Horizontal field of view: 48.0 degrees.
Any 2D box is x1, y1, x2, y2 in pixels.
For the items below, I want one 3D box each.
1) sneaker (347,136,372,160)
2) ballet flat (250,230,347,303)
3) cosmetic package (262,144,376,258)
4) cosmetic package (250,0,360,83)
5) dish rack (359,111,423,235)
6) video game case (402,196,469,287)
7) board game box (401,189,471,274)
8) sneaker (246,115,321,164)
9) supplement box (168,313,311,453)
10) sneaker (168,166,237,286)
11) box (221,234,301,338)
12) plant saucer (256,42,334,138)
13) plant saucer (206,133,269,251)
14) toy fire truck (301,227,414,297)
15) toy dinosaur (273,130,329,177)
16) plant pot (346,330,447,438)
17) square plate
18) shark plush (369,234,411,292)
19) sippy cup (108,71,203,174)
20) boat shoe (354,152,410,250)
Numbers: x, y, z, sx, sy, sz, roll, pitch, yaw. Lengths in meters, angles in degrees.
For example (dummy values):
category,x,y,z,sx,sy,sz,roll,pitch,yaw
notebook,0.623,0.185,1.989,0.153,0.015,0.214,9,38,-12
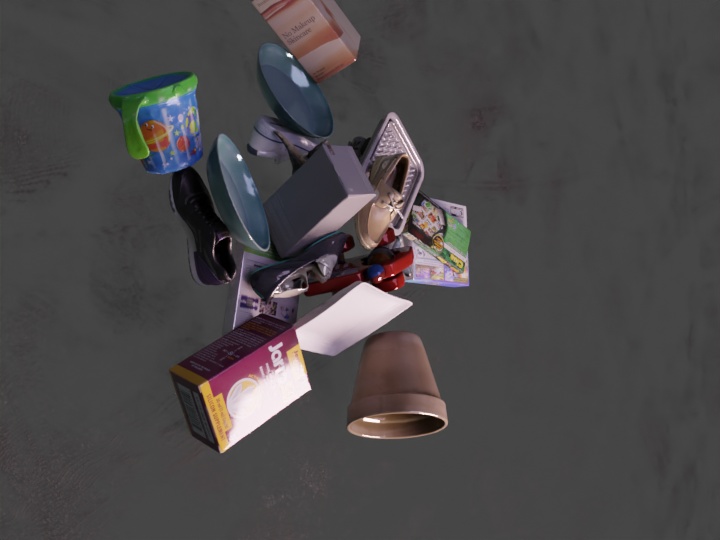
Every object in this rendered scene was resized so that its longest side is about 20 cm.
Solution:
category,x,y,z,sx,sy,sz,roll,pitch,yaw
sneaker,-0.024,-0.213,1.580,0.199,0.074,0.117,23,69,-52
ballet flat,-0.096,0.001,1.411,0.197,0.073,0.074,-26,107,-21
cosmetic package,-0.078,-0.118,1.404,0.089,0.199,0.108,-6,66,-53
cosmetic package,-0.097,-0.460,1.486,0.200,0.102,0.088,45,35,-32
dish rack,0.053,-0.188,1.586,0.173,0.043,0.202,55,46,-36
video game case,0.162,-0.062,1.781,0.198,0.045,0.186,7,78,-46
board game box,0.166,-0.082,1.740,0.199,0.023,0.107,33,59,-38
sneaker,-0.140,-0.231,1.472,0.073,0.071,0.199,49,21,24
supplement box,-0.194,0.181,1.329,0.198,0.102,0.133,-32,120,-34
sneaker,-0.247,-0.077,1.329,0.075,0.086,0.204,-26,106,-43
box,-0.170,0.037,1.442,0.143,0.036,0.205,17,76,-44
plant saucer,-0.125,-0.316,1.462,0.199,0.036,0.202,41,31,-31
plant saucer,-0.205,-0.122,1.326,0.200,0.035,0.204,-21,91,-83
toy fire truck,0.000,0.000,1.495,0.168,0.195,0.115,-63,141,-72
toy dinosaur,-0.090,-0.187,1.449,0.201,0.086,0.048,74,0,-56
plant pot,0.066,0.221,1.589,0.198,0.198,0.177,22,55,-43
square plate,-0.028,0.086,1.468,0.197,0.198,0.029,24,36,-57
shark plush,0.048,-0.056,1.656,0.081,0.091,0.205,-7,98,-15
sippy cup,-0.305,-0.226,1.257,0.176,0.138,0.133,-30,120,-33
boat shoe,0.044,-0.130,1.470,0.072,0.064,0.203,43,52,-37
